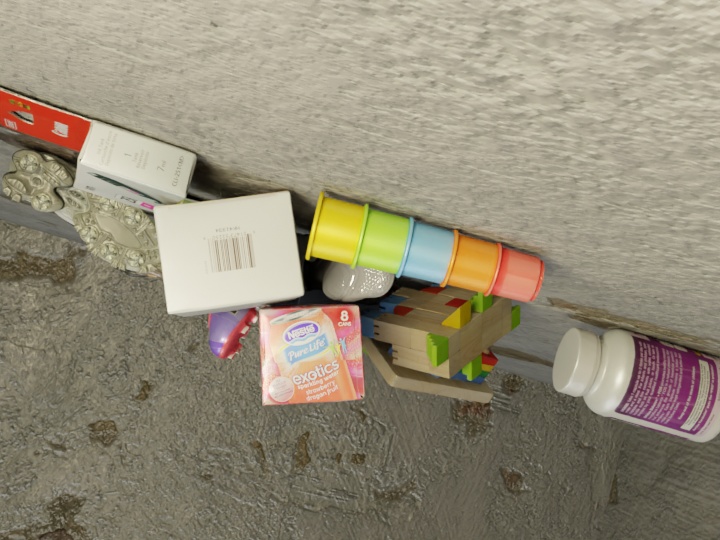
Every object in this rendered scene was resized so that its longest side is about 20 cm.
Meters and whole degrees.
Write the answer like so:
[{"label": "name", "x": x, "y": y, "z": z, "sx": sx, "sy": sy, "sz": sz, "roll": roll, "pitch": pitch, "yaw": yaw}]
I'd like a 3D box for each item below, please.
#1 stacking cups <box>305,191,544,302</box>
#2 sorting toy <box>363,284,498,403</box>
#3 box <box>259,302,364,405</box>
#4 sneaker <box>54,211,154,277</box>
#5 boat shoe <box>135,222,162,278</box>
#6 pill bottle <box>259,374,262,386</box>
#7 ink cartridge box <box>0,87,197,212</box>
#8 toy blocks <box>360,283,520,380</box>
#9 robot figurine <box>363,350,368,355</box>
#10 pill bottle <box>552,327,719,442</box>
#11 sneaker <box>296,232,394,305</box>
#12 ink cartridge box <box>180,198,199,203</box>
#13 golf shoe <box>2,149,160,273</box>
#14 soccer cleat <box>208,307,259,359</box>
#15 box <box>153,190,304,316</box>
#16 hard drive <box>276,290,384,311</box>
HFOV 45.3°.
[{"label": "stacking cups", "x": 0.056, "y": -0.017, "z": 0.728, "sx": 0.199, "sy": 0.061, "sz": 0.061, "roll": 13, "pitch": 174, "yaw": -1}, {"label": "sorting toy", "x": 0.091, "y": 0.096, "z": 1.286, "sx": 0.198, "sy": 0.070, "sz": 0.200, "roll": 15, "pitch": -155, "yaw": -37}, {"label": "box", "x": -0.054, "y": 0.084, "z": 0.921, "sx": 0.102, "sy": 0.095, "sz": 0.200, "roll": -2, "pitch": 179, "yaw": -4}, {"label": "sneaker", "x": -0.369, "y": -0.045, "z": 1.286, "sx": 0.199, "sy": 0.071, "sz": 0.099, "roll": 19, "pitch": 134, "yaw": -26}, {"label": "boat shoe", "x": -0.249, "y": -0.044, "z": 1.199, "sx": 0.074, "sy": 0.074, "sz": 0.200, "roll": 7, "pitch": -166, "yaw": 5}, {"label": "pill bottle", "x": -0.096, "y": 0.098, "z": 1.384, "sx": 0.112, "sy": 0.201, "sz": 0.112, "roll": 16, "pitch": 174, "yaw": 2}, {"label": "ink cartridge box", "x": -0.251, "y": -0.103, "z": 0.789, "sx": 0.173, "sy": 0.044, "sz": 0.200, "roll": 17, "pitch": 174, "yaw": -19}, {"label": "toy blocks", "x": 0.085, "y": 0.061, "z": 1.024, "sx": 0.136, "sy": 0.100, "sz": 0.200, "roll": 11, "pitch": -156, "yaw": 35}, {"label": "robot figurine", "x": 0.048, "y": 0.100, "z": 1.495, "sx": 0.175, "sy": 0.116, "sz": 0.200, "roll": 28, "pitch": 174, "yaw": 1}, {"label": "pill bottle", "x": 0.349, "y": 0.137, "z": 1.077, "sx": 0.199, "sy": 0.113, "sz": 0.112, "roll": 16, "pitch": 174, "yaw": -5}, {"label": "sneaker", "x": 0.000, "y": 0.000, "z": 0.953, "sx": 0.113, "sy": 0.076, "sz": 0.200, "roll": 13, "pitch": 177, "yaw": -35}, {"label": "ink cartridge box", "x": -0.227, "y": -0.066, "z": 1.046, "sx": 0.199, "sy": 0.048, "sz": 0.145, "roll": 15, "pitch": 175, "yaw": -18}, {"label": "golf shoe", "x": -0.308, "y": -0.076, "z": 1.001, "sx": 0.200, "sy": 0.078, "sz": 0.097, "roll": 38, "pitch": -172, "yaw": -13}, {"label": "soccer cleat", "x": -0.156, "y": 0.039, "z": 1.017, "sx": 0.076, "sy": 0.067, "sz": 0.200, "roll": 28, "pitch": -156, "yaw": -6}, {"label": "box", "x": -0.128, "y": -0.011, "z": 0.855, "sx": 0.124, "sy": 0.098, "sz": 0.200, "roll": -8, "pitch": 177, "yaw": -9}, {"label": "hard drive", "x": -0.053, "y": 0.039, "z": 1.175, "sx": 0.134, "sy": 0.043, "sz": 0.200, "roll": 7, "pitch": 175, "yaw": 41}]
